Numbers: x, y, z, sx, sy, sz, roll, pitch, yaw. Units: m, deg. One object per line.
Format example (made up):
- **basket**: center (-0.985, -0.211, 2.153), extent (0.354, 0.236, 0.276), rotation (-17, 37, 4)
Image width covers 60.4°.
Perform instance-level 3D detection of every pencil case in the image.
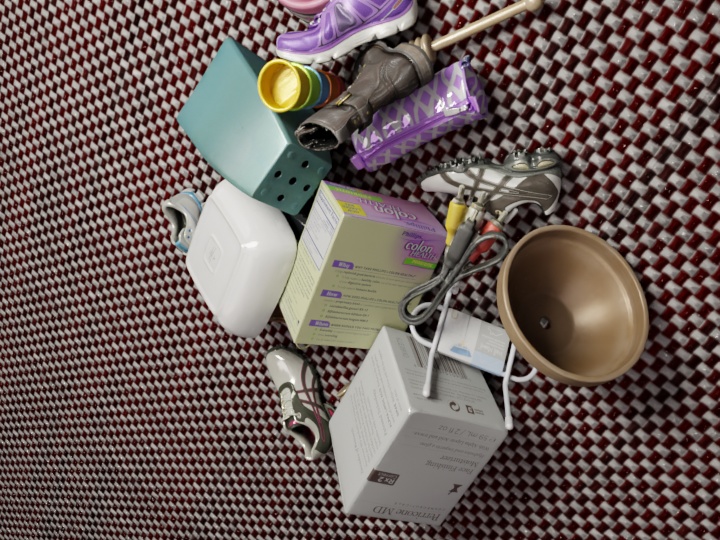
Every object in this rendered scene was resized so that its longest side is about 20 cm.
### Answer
- **pencil case**: center (0.078, -0.204, 0.835), extent (0.196, 0.087, 0.084), rotation (-22, 132, 32)

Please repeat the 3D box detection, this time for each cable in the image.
- **cable**: center (0.127, -0.005, 0.819), extent (0.096, 0.050, 0.203), rotation (31, 115, 9)

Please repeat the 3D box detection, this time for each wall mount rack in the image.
- **wall mount rack**: center (0.156, 0.114, 0.837), extent (0.195, 0.178, 0.075), rotation (20, 157, 1)

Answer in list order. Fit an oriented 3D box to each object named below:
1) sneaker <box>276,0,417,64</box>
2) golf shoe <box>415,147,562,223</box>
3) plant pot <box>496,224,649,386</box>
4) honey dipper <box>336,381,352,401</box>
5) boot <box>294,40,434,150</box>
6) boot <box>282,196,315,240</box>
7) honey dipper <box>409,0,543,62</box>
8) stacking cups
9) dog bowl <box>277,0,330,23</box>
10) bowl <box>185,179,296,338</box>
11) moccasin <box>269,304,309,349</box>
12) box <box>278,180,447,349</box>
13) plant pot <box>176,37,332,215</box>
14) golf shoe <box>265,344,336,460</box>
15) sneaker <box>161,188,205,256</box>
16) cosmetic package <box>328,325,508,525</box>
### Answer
- **sneaker**: center (-0.024, -0.334, 0.811), extent (0.195, 0.081, 0.085), rotation (-22, 120, 3)
- **golf shoe**: center (0.168, -0.107, 0.826), extent (0.195, 0.077, 0.098), rotation (-1, 105, 27)
- **plant pot**: center (0.257, 0.053, 0.795), extent (0.201, 0.200, 0.093), rotation (44, 155, 7)
- **honey dipper**: center (0.033, 0.276, 1.029), extent (0.038, 0.038, 0.202), rotation (-36, 92, 29)
- **boot**: center (-0.014, -0.217, 0.785), extent (0.173, 0.199, 0.070), rotation (-39, 114, -12)
- **boot**: center (-0.127, -0.045, 0.969), extent (0.199, 0.075, 0.172), rotation (40, 118, 33)
- **honey dipper**: center (0.138, -0.307, 0.794), extent (0.195, 0.038, 0.039), rotation (-14, 99, 29)
- **stacking cups**: center (-0.067, -0.240, 0.828), extent (0.059, 0.200, 0.063), rotation (4, 102, 18)
- **dog bowl**: center (-0.061, -0.445, 0.841), extent (0.194, 0.074, 0.207), rotation (8, 109, 23)
- **bowl**: center (-0.190, -0.023, 0.923), extent (0.201, 0.073, 0.203), rotation (51, 124, 35)
- **moccasin**: center (-0.089, 0.084, 0.998), extent (0.196, 0.073, 0.080), rotation (16, 89, 20)
- **box**: center (0.000, 0.000, 0.872), extent (0.204, 0.172, 0.097), rotation (-66, 33, 25)
- **plant pot**: center (-0.134, -0.183, 0.858), extent (0.142, 0.140, 0.202), rotation (-48, 55, 18)
- **golf shoe**: center (-0.104, 0.220, 1.047), extent (0.077, 0.088, 0.202), rotation (-36, 86, 31)
- **sneaker**: center (-0.280, -0.037, 1.058), extent (0.074, 0.086, 0.204), rotation (-27, 93, 27)
- **cosmetic package**: center (0.073, 0.224, 0.884), extent (0.161, 0.167, 0.203), rotation (16, 118, -22)
